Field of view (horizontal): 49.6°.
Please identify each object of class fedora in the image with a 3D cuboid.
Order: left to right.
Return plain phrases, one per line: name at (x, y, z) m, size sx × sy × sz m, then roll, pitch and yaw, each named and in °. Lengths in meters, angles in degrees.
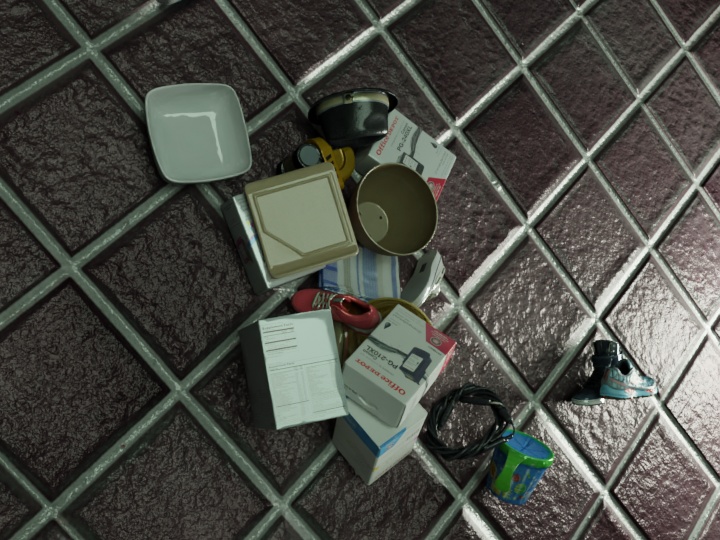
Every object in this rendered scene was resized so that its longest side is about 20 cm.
fedora at (-0.011, -0.318, 1.679) m, size 0.200 × 0.200 × 0.092 m, roll -4°, pitch 78°, yaw -28°

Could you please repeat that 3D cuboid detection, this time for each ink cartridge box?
ink cartridge box at (-0.178, -0.069, 1.600) m, size 0.144 × 0.085 × 0.201 m, roll -22°, pitch 92°, yaw -29°
ink cartridge box at (0.032, 0.324, 1.574) m, size 0.128 × 0.200 × 0.125 m, roll -30°, pitch 63°, yaw -29°
ink cartridge box at (0.071, 0.182, 1.509) m, size 0.144 × 0.085 × 0.200 m, roll 33°, pitch 48°, yaw 15°
ink cartridge box at (0.100, -0.252, 1.786) m, size 0.200 × 0.083 × 0.146 m, roll 34°, pitch 66°, yaw -19°

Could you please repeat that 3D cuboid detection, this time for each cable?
cable at (0.228, 0.333, 1.711) m, size 0.199 × 0.051 × 0.164 m, roll -23°, pitch 57°, yaw -5°

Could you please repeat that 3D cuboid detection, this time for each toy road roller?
toy road roller at (-0.074, -0.184, 1.656) m, size 0.145 × 0.123 × 0.201 m, roll -19°, pitch 89°, yaw -30°

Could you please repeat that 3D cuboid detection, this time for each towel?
towel at (0.000, 0.000, 1.693) m, size 0.199 × 0.024 × 0.148 m, roll 16°, pitch 54°, yaw -25°

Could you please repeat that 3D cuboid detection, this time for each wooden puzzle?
wooden puzzle at (-0.117, -0.100, 1.550) m, size 0.184 × 0.037 × 0.201 m, roll -17°, pitch 85°, yaw -10°

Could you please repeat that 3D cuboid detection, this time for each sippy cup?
sippy cup at (0.347, 0.445, 1.743) m, size 0.177 × 0.140 × 0.131 m, roll 12°, pitch 104°, yaw -30°

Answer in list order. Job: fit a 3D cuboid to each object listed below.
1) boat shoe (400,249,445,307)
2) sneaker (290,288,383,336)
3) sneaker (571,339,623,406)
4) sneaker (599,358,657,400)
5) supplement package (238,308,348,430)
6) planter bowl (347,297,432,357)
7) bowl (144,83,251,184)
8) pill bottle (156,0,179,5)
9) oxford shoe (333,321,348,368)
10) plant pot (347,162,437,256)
boat shoe at (0.147, 0.033, 1.742) m, size 0.066 × 0.072 × 0.200 m, roll 54°, pitch 31°, yaw -20°
sneaker at (-0.050, 0.068, 1.580) m, size 0.199 × 0.087 × 0.074 m, roll 13°, pitch 65°, yaw 14°
sneaker at (0.588, 0.251, 1.941) m, size 0.202 × 0.077 × 0.147 m, roll -13°, pitch 97°, yaw -39°
sneaker at (0.662, 0.263, 1.904) m, size 0.199 × 0.079 × 0.096 m, roll 1°, pitch 89°, yaw -41°
supplement package at (-0.133, 0.193, 1.502) m, size 0.146 × 0.191 × 0.201 m, roll -8°, pitch 83°, yaw -21°
planter bowl at (0.070, 0.142, 1.667) m, size 0.201 × 0.200 × 0.083 m, roll 57°, pitch 19°, yaw -7°
bowl at (-0.332, -0.267, 1.564) m, size 0.199 × 0.075 × 0.201 m, roll -11°, pitch 85°, yaw -30°
pill bottle at (-0.346, -0.635, 1.611) m, size 0.200 × 0.111 × 0.111 m, roll -36°, pitch 97°, yaw -29°
oxford shoe at (-0.066, 0.156, 1.624) m, size 0.074 × 0.070 × 0.201 m, roll -2°, pitch 75°, yaw -18°
plant pot at (0.051, -0.119, 1.704) m, size 0.199 × 0.134 × 0.202 m, roll 6°, pitch 77°, yaw -26°
